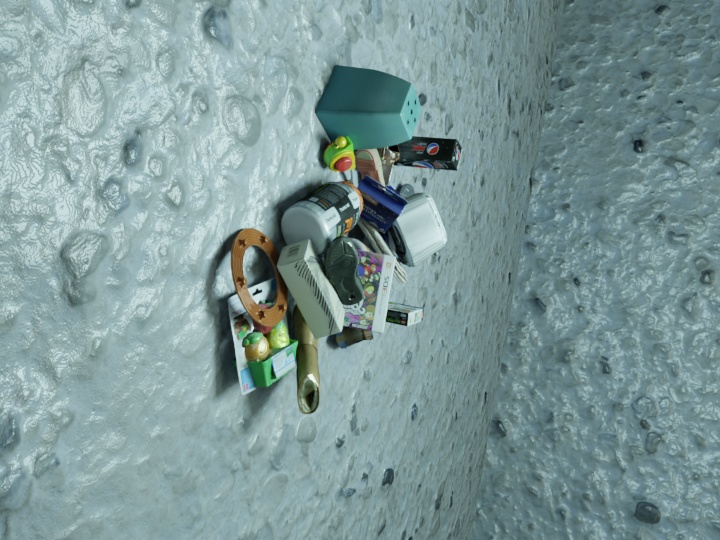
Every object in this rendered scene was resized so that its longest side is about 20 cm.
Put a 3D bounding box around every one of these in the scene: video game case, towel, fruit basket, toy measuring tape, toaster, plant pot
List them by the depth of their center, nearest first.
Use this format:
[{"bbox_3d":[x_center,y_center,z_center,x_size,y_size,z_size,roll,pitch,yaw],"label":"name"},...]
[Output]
[{"bbox_3d":[-0.196,0.129,1.409,0.185,0.093,0.203,-27,119,-59],"label":"fruit basket"},{"bbox_3d":[0.029,-0.369,1.581,0.143,0.198,0.142,-69,152,-22],"label":"plant pot"},{"bbox_3d":[-0.027,0.040,1.609,0.036,0.197,0.184,45,55,-88],"label":"video game case"},{"bbox_3d":[-0.050,-0.248,1.632,0.201,0.073,0.074,86,23,-63],"label":"toy measuring tape"},{"bbox_3d":[0.055,-0.061,1.779,0.034,0.201,0.133,-35,152,4],"label":"towel"},{"bbox_3d":[0.138,-0.118,1.790,0.202,0.128,0.114,66,-10,-11],"label":"toaster"}]

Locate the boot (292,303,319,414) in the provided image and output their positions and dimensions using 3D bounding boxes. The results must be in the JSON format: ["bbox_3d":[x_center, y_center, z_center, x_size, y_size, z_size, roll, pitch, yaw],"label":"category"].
[{"bbox_3d":[-0.115,0.185,1.514,0.201,0.065,0.177,-100,-174,-64],"label":"boot"}]

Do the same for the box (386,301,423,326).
[{"bbox_3d":[0.055,0.104,1.789,0.110,0.198,0.035,-8,105,-63],"label":"box"}]

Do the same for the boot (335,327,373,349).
[{"bbox_3d":[-0.020,0.163,1.825,0.200,0.096,0.076,97,-23,-84],"label":"boot"}]

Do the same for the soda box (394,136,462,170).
[{"bbox_3d":[0.176,-0.325,1.894,0.063,0.198,0.072,36,67,-61],"label":"soda box"}]

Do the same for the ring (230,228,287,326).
[{"bbox_3d":[-0.194,0.012,1.370,0.201,0.019,0.203,49,33,-48],"label":"ring"}]

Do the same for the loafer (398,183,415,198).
[{"bbox_3d":[0.115,-0.155,2.004,0.071,0.063,0.203,17,72,-36],"label":"loafer"}]

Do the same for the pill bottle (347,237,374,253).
[{"bbox_3d":[0.000,0.000,1.738,0.200,0.115,0.118,34,68,-62],"label":"pill bottle"}]

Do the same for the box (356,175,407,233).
[{"bbox_3d":[0.035,-0.156,1.648,0.033,0.120,0.200,-59,-177,-17],"label":"box"}]

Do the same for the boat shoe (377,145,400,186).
[{"bbox_3d":[0.071,-0.320,1.833,0.070,0.069,0.203,-34,129,-57],"label":"boat shoe"}]

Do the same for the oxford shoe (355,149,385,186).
[{"bbox_3d":[0.038,-0.242,1.791,0.074,0.070,0.202,-63,152,-47],"label":"oxford shoe"}]

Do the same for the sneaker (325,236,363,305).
[{"bbox_3d":[-0.043,-0.022,1.511,0.200,0.075,0.115,73,-3,-52],"label":"sneaker"}]

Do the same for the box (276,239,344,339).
[{"bbox_3d":[-0.103,0.041,1.462,0.083,0.068,0.202,-83,152,-56],"label":"box"}]

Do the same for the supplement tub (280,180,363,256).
[{"bbox_3d":[-0.079,-0.122,1.529,0.200,0.121,0.124,-44,136,-51],"label":"supplement tub"}]

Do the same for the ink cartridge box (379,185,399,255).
[{"bbox_3d":[0.082,-0.123,1.893,0.094,0.044,0.203,-121,-156,-62],"label":"ink cartridge box"}]
